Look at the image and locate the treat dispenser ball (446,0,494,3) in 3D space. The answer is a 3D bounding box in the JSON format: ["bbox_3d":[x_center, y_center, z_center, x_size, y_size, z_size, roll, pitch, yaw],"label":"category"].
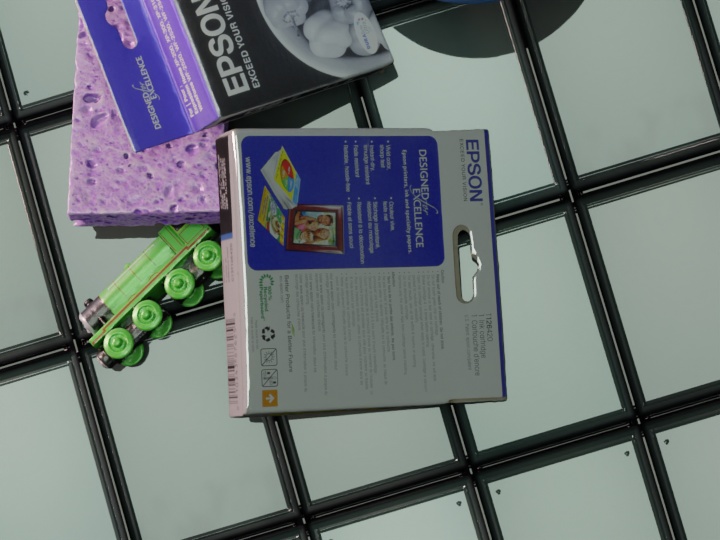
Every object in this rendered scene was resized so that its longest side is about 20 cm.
[{"bbox_3d":[0.076,-0.284,1.692,0.200,0.201,0.202,0,85,4],"label":"treat dispenser ball"}]

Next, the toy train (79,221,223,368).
[{"bbox_3d":[-0.123,-0.012,1.771,0.200,0.042,0.056,-44,74,-1],"label":"toy train"}]

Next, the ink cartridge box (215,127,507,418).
[{"bbox_3d":[0.000,0.000,1.745,0.199,0.047,0.199,-1,84,-25],"label":"ink cartridge box"}]

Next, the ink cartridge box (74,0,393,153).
[{"bbox_3d":[-0.102,-0.204,1.746,0.199,0.043,0.199,-20,84,-23],"label":"ink cartridge box"}]

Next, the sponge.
[{"bbox_3d":[-0.149,-0.131,1.768,0.111,0.030,0.201,0,73,3],"label":"sponge"}]
